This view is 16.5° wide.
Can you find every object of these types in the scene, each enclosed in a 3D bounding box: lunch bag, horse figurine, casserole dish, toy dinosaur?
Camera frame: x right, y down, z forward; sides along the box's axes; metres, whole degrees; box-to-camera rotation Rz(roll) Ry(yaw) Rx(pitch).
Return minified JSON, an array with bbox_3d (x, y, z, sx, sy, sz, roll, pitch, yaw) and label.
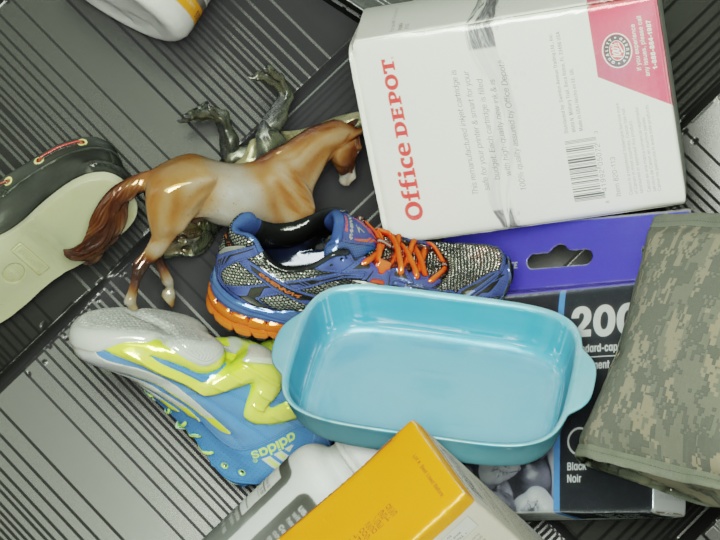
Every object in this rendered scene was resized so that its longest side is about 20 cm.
[{"bbox_3d":[0.217,0.055,1.445,0.117,0.200,0.164,21,85,-29],"label":"lunch bag"},{"bbox_3d":[-0.092,-0.033,1.639,0.199,0.050,0.133,0,111,-17],"label":"horse figurine"},{"bbox_3d":[0.045,0.068,1.525,0.199,0.039,0.121,7,46,11],"label":"casserole dish"},{"bbox_3d":[-0.068,-0.086,1.683,0.200,0.047,0.088,-31,95,-2],"label":"toy dinosaur"}]

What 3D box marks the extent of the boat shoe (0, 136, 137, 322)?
[{"bbox_3d":[-0.243,-0.018,1.674,0.201,0.074,0.063,-31,40,7],"label":"boat shoe"}]

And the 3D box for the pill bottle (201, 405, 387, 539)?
[{"bbox_3d":[-0.033,0.184,1.574,0.200,0.114,0.114,-43,79,7],"label":"pill bottle"}]

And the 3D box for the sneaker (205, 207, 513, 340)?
[{"bbox_3d":[0.000,0.000,1.592,0.199,0.079,0.075,-2,39,-4],"label":"sneaker"}]

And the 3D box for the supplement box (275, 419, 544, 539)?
[{"bbox_3d":[0.048,0.193,1.497,0.126,0.200,0.074,-41,46,4],"label":"supplement box"}]

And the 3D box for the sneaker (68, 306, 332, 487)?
[{"bbox_3d":[-0.098,0.089,1.614,0.199,0.076,0.105,11,104,-13],"label":"sneaker"}]

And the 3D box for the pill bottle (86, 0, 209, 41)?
[{"bbox_3d":[-0.119,-0.266,1.688,0.116,0.116,0.200,30,81,8],"label":"pill bottle"}]

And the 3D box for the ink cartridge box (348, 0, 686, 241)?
[{"bbox_3d":[0.104,-0.110,1.617,0.199,0.083,0.147,-8,112,9],"label":"ink cartridge box"}]

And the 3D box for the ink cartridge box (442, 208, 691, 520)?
[{"bbox_3d":[0.117,0.061,1.598,0.198,0.043,0.201,-6,75,36],"label":"ink cartridge box"}]

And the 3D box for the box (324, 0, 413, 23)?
[{"bbox_3d":[0.058,-0.229,1.707,0.200,0.044,0.160,33,82,9],"label":"box"}]
